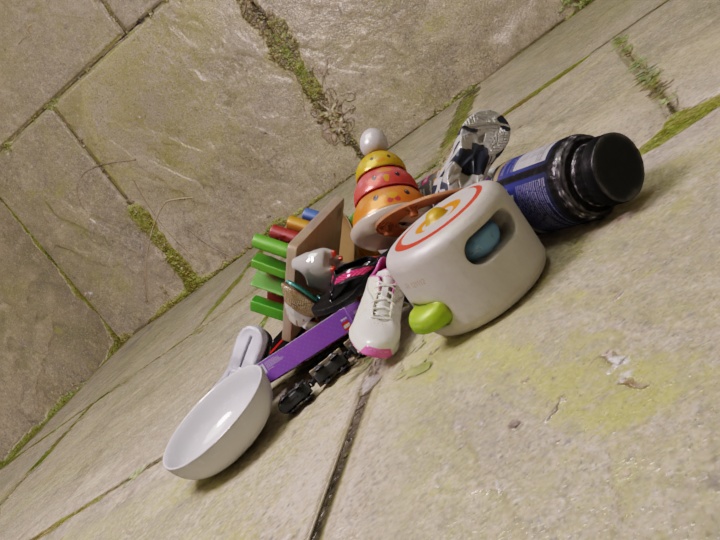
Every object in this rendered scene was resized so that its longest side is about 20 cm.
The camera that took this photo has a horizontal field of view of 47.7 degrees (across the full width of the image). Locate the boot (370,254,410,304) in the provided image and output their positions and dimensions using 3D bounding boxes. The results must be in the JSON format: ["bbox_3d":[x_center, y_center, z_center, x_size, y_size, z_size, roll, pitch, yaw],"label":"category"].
[{"bbox_3d":[0.089,-0.018,1.344,0.144,0.073,0.200,-40,20,-13],"label":"boot"}]

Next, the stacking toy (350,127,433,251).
[{"bbox_3d":[0.034,-0.147,1.350,0.145,0.202,0.146,-14,-21,-5],"label":"stacking toy"}]

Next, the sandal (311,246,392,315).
[{"bbox_3d":[0.000,0.000,1.281,0.199,0.045,0.075,-36,22,1],"label":"sandal"}]

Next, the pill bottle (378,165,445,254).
[{"bbox_3d":[0.119,-0.097,1.430,0.199,0.117,0.117,-30,14,35],"label":"pill bottle"}]

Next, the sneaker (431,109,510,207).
[{"bbox_3d":[0.165,-0.157,1.293,0.130,0.079,0.200,125,168,-57],"label":"sneaker"}]

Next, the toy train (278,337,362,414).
[{"bbox_3d":[-0.042,0.143,1.210,0.200,0.034,0.046,-40,1,-9],"label":"toy train"}]

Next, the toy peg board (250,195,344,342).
[{"bbox_3d":[-0.119,-0.016,1.466,0.199,0.097,0.202,-52,-25,-52],"label":"toy peg board"}]

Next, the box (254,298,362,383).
[{"bbox_3d":[-0.068,0.111,1.307,0.199,0.039,0.137,-34,-4,22],"label":"box"}]

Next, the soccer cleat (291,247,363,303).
[{"bbox_3d":[-0.047,0.013,1.383,0.077,0.200,0.070,-4,66,21],"label":"soccer cleat"}]

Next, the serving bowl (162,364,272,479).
[{"bbox_3d":[-0.201,0.237,1.218,0.199,0.066,0.201,-37,19,15],"label":"serving bowl"}]

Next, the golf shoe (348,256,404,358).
[{"bbox_3d":[0.027,0.050,1.157,0.200,0.074,0.092,-84,3,-64],"label":"golf shoe"}]

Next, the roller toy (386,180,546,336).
[{"bbox_3d":[0.130,-0.022,1.043,0.182,0.140,0.200,-33,12,22],"label":"roller toy"}]

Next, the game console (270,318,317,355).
[{"bbox_3d":[-0.136,0.141,1.529,0.176,0.031,0.200,-31,13,48],"label":"game console"}]

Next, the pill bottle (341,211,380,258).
[{"bbox_3d":[0.028,-0.078,1.648,0.199,0.111,0.111,-31,13,33],"label":"pill bottle"}]

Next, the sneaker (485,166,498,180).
[{"bbox_3d":[0.264,-0.137,1.290,0.099,0.075,0.200,-32,18,-10],"label":"sneaker"}]

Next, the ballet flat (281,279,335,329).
[{"bbox_3d":[-0.084,0.068,1.363,0.066,0.070,0.200,-55,-30,3],"label":"ballet flat"}]

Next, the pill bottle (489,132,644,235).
[{"bbox_3d":[0.263,-0.111,1.053,0.112,0.112,0.200,-43,13,-24],"label":"pill bottle"}]

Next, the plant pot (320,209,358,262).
[{"bbox_3d":[-0.059,-0.024,1.631,0.027,0.202,0.199,6,-18,-34],"label":"plant pot"}]

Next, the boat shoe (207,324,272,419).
[{"bbox_3d":[-0.194,0.189,1.345,0.202,0.072,0.071,-64,-27,-1],"label":"boat shoe"}]

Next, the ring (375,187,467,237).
[{"bbox_3d":[0.119,-0.079,1.195,0.198,0.019,0.201,-12,-13,-3],"label":"ring"}]
